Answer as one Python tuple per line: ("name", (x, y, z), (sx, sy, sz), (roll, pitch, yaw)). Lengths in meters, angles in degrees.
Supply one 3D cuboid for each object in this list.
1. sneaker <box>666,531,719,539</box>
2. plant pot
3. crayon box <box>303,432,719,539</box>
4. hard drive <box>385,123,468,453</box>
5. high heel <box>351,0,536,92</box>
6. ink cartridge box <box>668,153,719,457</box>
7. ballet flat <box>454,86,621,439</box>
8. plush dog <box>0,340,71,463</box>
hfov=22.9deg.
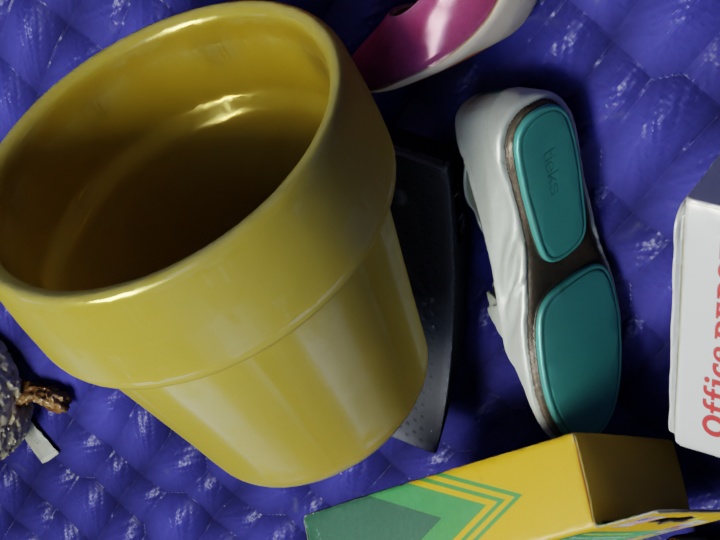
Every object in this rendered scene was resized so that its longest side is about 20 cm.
("sneaker", (0.199, 0.181, 0.966), (0.200, 0.080, 0.086), (-31, 91, 42))
("plant pot", (-0.061, 0.002, 0.880), (0.200, 0.201, 0.189), (5, 141, 35))
("crayon box", (0.088, 0.129, 0.946), (0.200, 0.126, 0.052), (-20, 73, 29))
("hard drive", (0.000, 0.000, 0.993), (0.135, 0.042, 0.200), (20, 133, 23))
("high heel", (0.046, -0.151, 0.822), (0.200, 0.067, 0.096), (-24, 95, 51))
("ink cartridge box", (0.247, 0.029, 0.795), (0.200, 0.083, 0.147), (16, 131, 26))
("ballet flat", (0.089, -0.005, 0.914), (0.069, 0.069, 0.200), (6, 123, 34))
("plush dog", (-0.310, 0.118, 1.232), (0.160, 0.172, 0.200), (17, 131, 26))
